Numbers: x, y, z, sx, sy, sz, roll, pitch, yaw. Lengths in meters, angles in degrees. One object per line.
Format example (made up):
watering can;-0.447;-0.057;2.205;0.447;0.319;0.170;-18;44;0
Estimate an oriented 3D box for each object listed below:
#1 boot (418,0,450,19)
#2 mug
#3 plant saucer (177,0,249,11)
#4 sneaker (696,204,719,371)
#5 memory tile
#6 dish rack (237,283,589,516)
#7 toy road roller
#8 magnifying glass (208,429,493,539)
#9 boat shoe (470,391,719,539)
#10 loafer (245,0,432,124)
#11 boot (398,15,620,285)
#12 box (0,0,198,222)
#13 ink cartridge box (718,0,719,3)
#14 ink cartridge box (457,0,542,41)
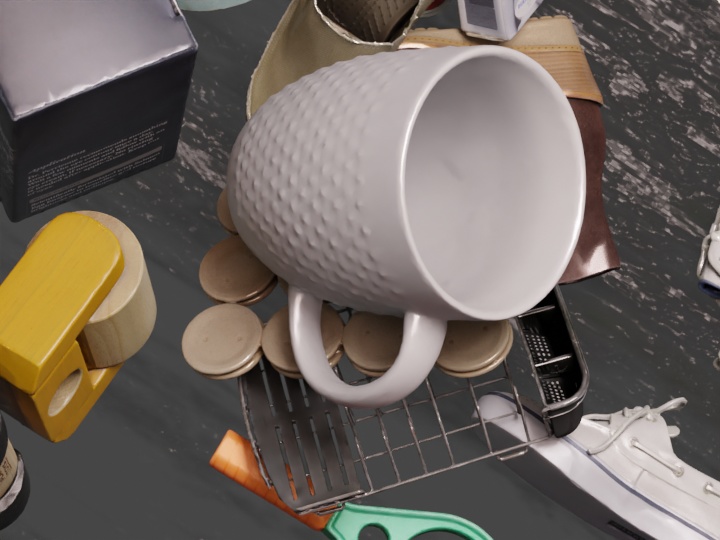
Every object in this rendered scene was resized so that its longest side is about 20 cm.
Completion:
boot;0.025;-0.266;1.571;0.072;0.144;0.201;-9;77;-13
mug;0.010;-0.023;1.413;0.147;0.175;0.201;12;83;-43
plant saucer;-0.082;-0.257;1.544;0.200;0.039;0.202;-14;63;29
sneaker;0.251;-0.025;1.578;0.087;0.075;0.201;-3;74;-4
memory tile;0.000;0.000;1.495;0.199;0.017;0.154;-1;54;16
dish rack;0.026;0.056;1.488;0.199;0.055;0.154;-17;51;1
toy road roller;-0.226;0.040;1.463;0.146;0.123;0.200;34;73;13
magnifying glass;0.001;0.157;1.514;0.200;0.022;0.080;31;73;1
boat shoe;0.167;0.112;1.524;0.202;0.075;0.086;31;73;-1
loafer;-0.010;-0.143;1.488;0.076;0.068;0.200;40;115;6
boot;0.055;-0.063;1.558;0.199;0.072;0.167;-8;85;1
box;-0.191;-0.160;1.479;0.117;0.200;0.197;-23;79;-14
ink cartridge box;0.296;-0.215;1.642;0.200;0.048;0.146;-35;83;-20
ink cartridge box;0.106;-0.275;1.533;0.043;0.201;0.198;11;42;29
